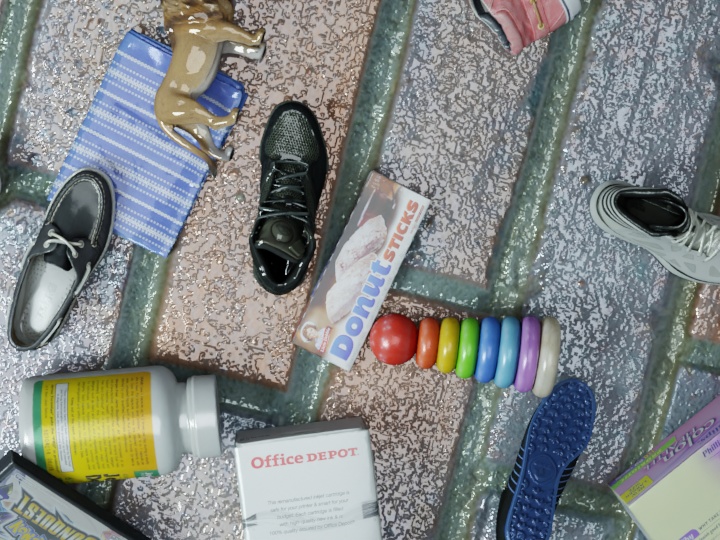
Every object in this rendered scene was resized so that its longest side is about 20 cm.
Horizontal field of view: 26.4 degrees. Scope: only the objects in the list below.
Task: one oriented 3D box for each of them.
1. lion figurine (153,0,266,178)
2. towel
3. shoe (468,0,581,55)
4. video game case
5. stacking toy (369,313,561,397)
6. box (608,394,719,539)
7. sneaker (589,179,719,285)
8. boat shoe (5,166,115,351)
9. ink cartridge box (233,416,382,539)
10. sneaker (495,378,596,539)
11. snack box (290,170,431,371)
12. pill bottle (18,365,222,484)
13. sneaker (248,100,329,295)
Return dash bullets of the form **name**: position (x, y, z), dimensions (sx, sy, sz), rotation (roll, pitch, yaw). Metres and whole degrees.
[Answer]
- **lion figurine**: position (-0.167, -0.203, 1.548), dimensions (0.121, 0.073, 0.203), rotation (17, 81, 3)
- **towel**: position (-0.220, -0.132, 1.598), dimensions (0.143, 0.024, 0.202), rotation (26, 93, -5)
- **shoe**: position (0.140, -0.325, 1.581), dimensions (0.091, 0.071, 0.201), rotation (-34, 101, -6)
- **video game case**: position (-0.342, 0.293, 1.566), dimensions (0.180, 0.026, 0.200), rotation (-42, 125, 11)
- **stacking toy**: position (0.108, 0.078, 1.617), dimensions (0.197, 0.085, 0.087), rotation (8, 95, 1)
- **box**: position (0.398, 0.262, 1.640), dimensions (0.175, 0.097, 0.201), rotation (-38, 97, 0)
- **sneaker**: position (0.340, -0.033, 1.599), dimensions (0.198, 0.115, 0.077), rotation (22, 93, -6)
- **boat shoe**: position (-0.311, -0.009, 1.574), dimensions (0.073, 0.060, 0.202), rotation (28, 99, -3)
- **ink cartridge box**: position (-0.051, 0.264, 1.614), dimensions (0.144, 0.084, 0.203), rotation (-6, 95, -3)
- **sneaker**: position (0.191, 0.212, 1.640), dimensions (0.069, 0.078, 0.202), rotation (26, 72, -3)
- **snack box**: position (0.000, 0.000, 1.624), dimensions (0.071, 0.024, 0.202), rotation (25, 93, -7)
- **pill bottle**: position (-0.244, 0.157, 1.577), dimensions (0.197, 0.113, 0.115), rotation (-5, 96, -4)
- **sneaker**: position (-0.072, -0.073, 1.569), dimensions (0.075, 0.114, 0.202), rotation (9, 93, -6)
